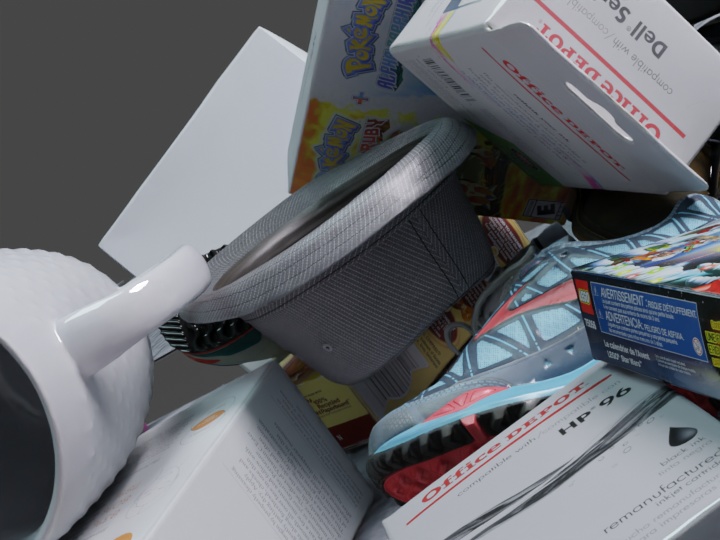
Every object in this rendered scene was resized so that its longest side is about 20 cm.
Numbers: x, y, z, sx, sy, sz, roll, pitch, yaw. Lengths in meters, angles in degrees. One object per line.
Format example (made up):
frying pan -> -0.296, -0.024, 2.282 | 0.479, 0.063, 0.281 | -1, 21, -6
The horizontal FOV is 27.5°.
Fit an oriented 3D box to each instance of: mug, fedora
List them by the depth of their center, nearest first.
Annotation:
mug -> -0.159, 0.049, 0.731 | 0.200, 0.148, 0.175 | -32, 4, 18
fedora -> 0.000, 0.000, 0.789 | 0.177, 0.090, 0.200 | -42, 12, -34

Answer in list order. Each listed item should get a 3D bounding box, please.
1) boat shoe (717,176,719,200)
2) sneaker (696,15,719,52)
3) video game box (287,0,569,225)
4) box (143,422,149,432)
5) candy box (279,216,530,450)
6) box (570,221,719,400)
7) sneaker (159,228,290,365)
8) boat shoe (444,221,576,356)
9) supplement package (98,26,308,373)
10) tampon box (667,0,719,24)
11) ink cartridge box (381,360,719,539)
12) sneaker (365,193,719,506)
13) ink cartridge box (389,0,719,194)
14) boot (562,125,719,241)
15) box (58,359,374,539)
boat shoe -> 0.204, -0.058, 0.843 | 0.062, 0.073, 0.200 | 5, -13, -20
sneaker -> 0.246, -0.120, 0.871 | 0.129, 0.080, 0.199 | -32, 11, 30
video game box -> 0.060, -0.116, 0.862 | 0.200, 0.182, 0.047 | 105, 170, -47
box -> -0.265, 0.166, 1.215 | 0.176, 0.097, 0.200 | -38, 11, -7
candy box -> 0.019, 0.040, 0.964 | 0.115, 0.055, 0.200 | -24, 16, 48
box -> 0.189, -0.008, 0.501 | 0.200, 0.040, 0.137 | -17, 8, -12
sneaker -> -0.027, 0.006, 0.914 | 0.199, 0.070, 0.093 | -22, -17, -4
boat shoe -> 0.087, 0.025, 0.765 | 0.086, 0.075, 0.202 | -35, 8, 7
supplement package -> -0.050, -0.047, 1.063 | 0.191, 0.147, 0.200 | -52, -8, 7
tampon box -> 0.228, -0.241, 0.876 | 0.200, 0.150, 0.126 | -22, 4, 31
ink cartridge box -> 0.076, 0.097, 0.508 | 0.116, 0.068, 0.200 | -36, 10, -1
sneaker -> 0.091, 0.036, 0.631 | 0.200, 0.079, 0.096 | -27, 41, 7
ink cartridge box -> 0.099, -0.097, 0.693 | 0.067, 0.117, 0.200 | -52, 15, -5
boot -> 0.153, -0.056, 0.757 | 0.200, 0.075, 0.097 | -114, 37, -75
box -> -0.092, 0.151, 0.731 | 0.124, 0.098, 0.200 | -30, 12, 28
